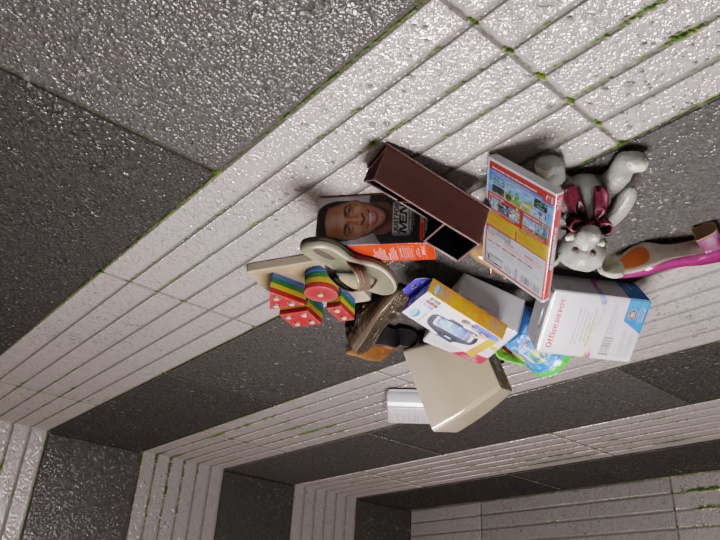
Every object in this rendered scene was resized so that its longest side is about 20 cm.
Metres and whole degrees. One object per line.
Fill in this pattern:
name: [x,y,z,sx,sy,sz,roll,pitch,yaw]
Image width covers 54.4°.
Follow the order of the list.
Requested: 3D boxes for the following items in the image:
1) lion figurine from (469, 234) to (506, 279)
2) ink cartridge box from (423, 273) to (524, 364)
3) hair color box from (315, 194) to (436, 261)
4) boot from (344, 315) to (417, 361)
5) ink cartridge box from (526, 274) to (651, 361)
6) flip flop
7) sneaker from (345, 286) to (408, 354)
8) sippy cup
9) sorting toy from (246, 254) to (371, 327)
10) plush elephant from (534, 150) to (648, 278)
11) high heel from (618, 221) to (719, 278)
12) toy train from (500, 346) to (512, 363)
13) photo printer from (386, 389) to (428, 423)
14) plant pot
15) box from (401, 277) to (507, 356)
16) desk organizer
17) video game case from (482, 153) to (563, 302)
lion figurine: [0.234,-0.045,1.245,0.122,0.073,0.200,29,153,-8]
ink cartridge box: [0.237,0.107,1.483,0.147,0.086,0.200,24,149,-3]
hair color box: [0.027,-0.072,1.187,0.199,0.102,0.061,-3,152,11]
boot: [0.014,0.167,1.703,0.187,0.069,0.200,8,160,-25]
ink cartridge box: [0.449,0.093,1.400,0.199,0.085,0.145,6,116,-7]
flip flop: [-0.020,0.003,1.164,0.081,0.058,0.200,-20,145,38]
sneaker: [0.025,0.093,1.522,0.070,0.076,0.200,2,133,-47]
sippy cup: [0.377,0.144,1.532,0.130,0.140,0.178,30,101,-23]
sorting toy: [-0.106,0.048,1.460,0.199,0.070,0.199,-9,149,22]
plush elephant: [0.346,-0.071,1.090,0.164,0.156,0.200,1,151,4]
high heel: [0.560,-0.017,1.265,0.199,0.068,0.096,-30,129,26]
toy train: [0.360,0.207,1.742,0.199,0.034,0.046,-14,135,31]
photo printer: [0.177,0.409,2.099,0.199,0.070,0.167,1,151,4]
plant pot: [0.243,0.255,1.657,0.176,0.201,0.200,-26,158,17]
box: [0.173,0.089,1.378,0.199,0.042,0.119,30,149,-8]
desk organizer: [0.098,-0.103,1.090,0.199,0.077,0.072,30,145,-12]
video game case: [0.245,-0.064,1.082,0.017,0.143,0.201,-25,132,-24]
